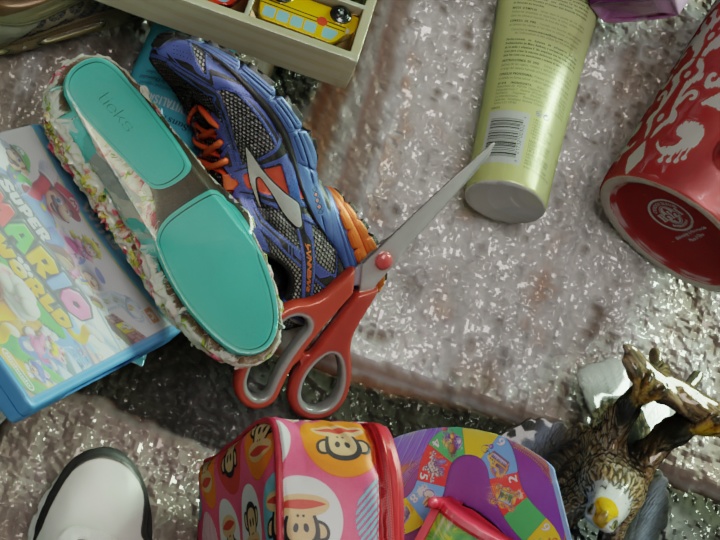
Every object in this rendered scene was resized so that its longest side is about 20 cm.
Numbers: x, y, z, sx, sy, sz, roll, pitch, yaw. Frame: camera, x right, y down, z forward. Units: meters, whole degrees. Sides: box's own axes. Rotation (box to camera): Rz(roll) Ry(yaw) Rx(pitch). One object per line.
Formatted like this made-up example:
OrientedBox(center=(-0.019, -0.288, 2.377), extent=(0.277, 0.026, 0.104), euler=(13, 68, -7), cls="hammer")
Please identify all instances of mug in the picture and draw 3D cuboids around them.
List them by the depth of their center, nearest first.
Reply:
OrientedBox(center=(0.239, -0.107, 1.375), extent=(0.133, 0.178, 0.200), euler=(29, 70, 24), cls="mug")

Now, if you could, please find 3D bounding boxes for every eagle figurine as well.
OrientedBox(center=(0.132, 0.143, 1.303), extent=(0.152, 0.151, 0.201), euler=(40, 103, 36), cls="eagle figurine")

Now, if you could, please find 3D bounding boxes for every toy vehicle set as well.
OrientedBox(center=(-0.084, -0.189, 1.296), extent=(0.199, 0.027, 0.125), euler=(19, 53, -5), cls="toy vehicle set")

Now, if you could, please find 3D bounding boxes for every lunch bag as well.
OrientedBox(center=(-0.036, 0.174, 1.183), extent=(0.081, 0.200, 0.178), euler=(3, 77, -16), cls="lunch bag")

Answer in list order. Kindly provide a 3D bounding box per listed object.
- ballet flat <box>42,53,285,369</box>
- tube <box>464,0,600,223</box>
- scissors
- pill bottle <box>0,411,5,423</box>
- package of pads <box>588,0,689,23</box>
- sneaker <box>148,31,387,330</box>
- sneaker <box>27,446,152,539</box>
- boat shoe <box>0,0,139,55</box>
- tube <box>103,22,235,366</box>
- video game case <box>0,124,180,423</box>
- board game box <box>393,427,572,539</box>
OrientedBox(center=(-0.109, -0.029, 1.248), extent=(0.075, 0.064, 0.201), euler=(-27, 81, -29), cls="ballet flat")
OrientedBox(center=(0.109, -0.126, 1.399), extent=(0.058, 0.052, 0.201), euler=(36, 57, -40), cls="tube")
OrientedBox(center=(0.000, 0.000, 1.286), extent=(0.073, 0.014, 0.201), euler=(27, 102, -28), cls="scissors")
OrientedBox(center=(-0.253, -0.001, 1.207), extent=(0.200, 0.113, 0.113), euler=(43, 67, -2), cls="pill bottle")
OrientedBox(center=(0.201, -0.257, 1.415), extent=(0.200, 0.075, 0.121), euler=(-46, 120, -33), cls="package of pads")
OrientedBox(center=(-0.061, -0.048, 1.282), extent=(0.078, 0.075, 0.201), euler=(-39, 110, -15), cls="sneaker")
OrientedBox(center=(-0.148, 0.189, 1.208), extent=(0.073, 0.080, 0.201), euler=(14, 70, -12), cls="sneaker")
OrientedBox(center=(-0.140, -0.181, 1.330), extent=(0.199, 0.063, 0.074), euler=(-19, 63, -25), cls="boat shoe")
OrientedBox(center=(-0.127, -0.050, 1.303), extent=(0.077, 0.050, 0.201), euler=(18, 75, 2), cls="tube")
OrientedBox(center=(-0.174, -0.005, 1.179), extent=(0.018, 0.200, 0.144), euler=(-37, 88, 19), cls="video game case")
OrientedBox(center=(0.043, 0.185, 1.238), extent=(0.157, 0.039, 0.202), euler=(-18, 76, 22), cls="board game box")
